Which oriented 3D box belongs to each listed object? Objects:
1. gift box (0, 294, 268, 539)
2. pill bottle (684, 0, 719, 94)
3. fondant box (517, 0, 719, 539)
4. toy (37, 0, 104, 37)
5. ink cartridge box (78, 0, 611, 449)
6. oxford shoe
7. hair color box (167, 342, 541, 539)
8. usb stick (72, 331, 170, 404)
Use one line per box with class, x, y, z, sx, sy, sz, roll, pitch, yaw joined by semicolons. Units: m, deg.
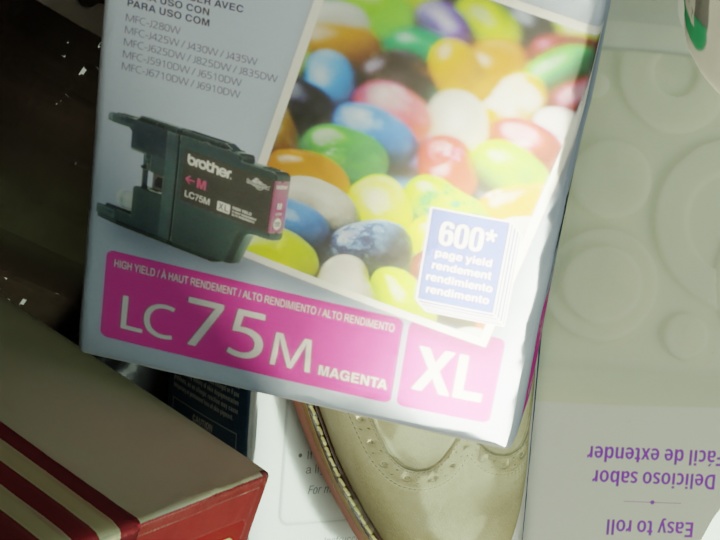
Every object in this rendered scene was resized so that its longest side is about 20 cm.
gift box;-0.154;0.091;0.664;0.200;0.187;0.185;-11;128;-60
pill bottle;0.145;-0.140;0.660;0.113;0.113;0.200;-24;134;-25
fondant box;0.123;0.002;0.802;0.144;0.058;0.200;2;102;-6
toy;-0.034;-0.135;0.618;0.115;0.047;0.200;28;117;-5
ink cartridge box;-0.002;-0.055;0.611;0.042;0.119;0.200;-69;170;-57
oxford shoe;0.021;0.000;0.692;0.071;0.074;0.200;-16;109;-25
hair color box;0.000;0.000;0.759;0.100;0.060;0.200;-2;103;-29
usb stick;-0.099;0.070;0.804;0.200;0.033;0.055;-54;144;6
